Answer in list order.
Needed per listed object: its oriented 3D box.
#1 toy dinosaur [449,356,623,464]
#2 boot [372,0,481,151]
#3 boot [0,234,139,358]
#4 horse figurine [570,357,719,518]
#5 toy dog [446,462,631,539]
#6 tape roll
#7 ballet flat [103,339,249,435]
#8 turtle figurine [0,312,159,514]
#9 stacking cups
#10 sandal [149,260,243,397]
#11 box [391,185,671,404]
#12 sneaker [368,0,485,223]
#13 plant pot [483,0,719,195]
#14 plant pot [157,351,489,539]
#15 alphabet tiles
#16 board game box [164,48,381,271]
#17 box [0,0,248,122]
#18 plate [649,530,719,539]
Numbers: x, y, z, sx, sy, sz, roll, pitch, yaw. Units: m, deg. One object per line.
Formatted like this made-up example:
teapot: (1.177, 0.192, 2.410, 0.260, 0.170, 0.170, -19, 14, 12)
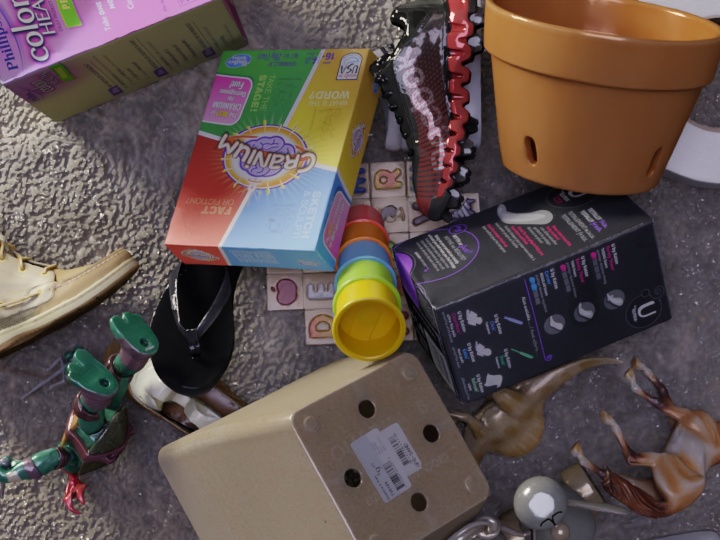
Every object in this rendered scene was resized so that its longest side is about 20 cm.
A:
toy dinosaur: (0.131, 0.117, 1.427, 0.101, 0.058, 0.200, 44, 97, -9)
boot: (0.059, -0.204, 1.439, 0.096, 0.074, 0.200, -1, 85, -1)
boot: (-0.317, -0.013, 1.446, 0.200, 0.073, 0.155, -27, 87, 6)
horse figurine: (0.264, 0.153, 1.373, 0.133, 0.050, 0.200, 39, 45, 5)
toy dog: (0.168, 0.224, 1.341, 0.132, 0.200, 0.096, -42, 74, 22)
tape roll: (0.323, -0.174, 1.440, 0.203, 0.037, 0.203, 0, 85, 3)
ballet flat: (-0.150, 0.122, 1.424, 0.200, 0.072, 0.068, 37, 93, 6)
turtle figurine: (-0.248, 0.128, 1.406, 0.101, 0.200, 0.150, 27, 43, -11)
stacking cups: (0.000, 0.000, 1.360, 0.060, 0.200, 0.061, -2, 119, -4)
sandal: (-0.141, 0.015, 1.414, 0.076, 0.043, 0.200, 8, 64, 6)
box: (0.145, 0.011, 1.362, 0.200, 0.122, 0.106, -22, 121, -6)
sneaker: (0.054, -0.143, 1.379, 0.098, 0.071, 0.200, 4, 92, 5)
plant pot: (0.195, -0.150, 1.348, 0.200, 0.200, 0.140, 9, 110, 4)
plant pot: (-0.012, 0.174, 1.319, 0.200, 0.177, 0.200, -25, 83, -35)
alphabet tiles: (0.012, -0.017, 1.460, 0.200, 0.006, 0.166, -3, 85, 3)
board game box: (-0.073, -0.100, 1.400, 0.153, 0.040, 0.200, 2, 65, 26)
box: (-0.217, -0.225, 1.406, 0.200, 0.176, 0.097, -22, 85, 2)
plate: (0.235, 0.342, 1.403, 0.200, 0.032, 0.200, -8, 85, 2)
